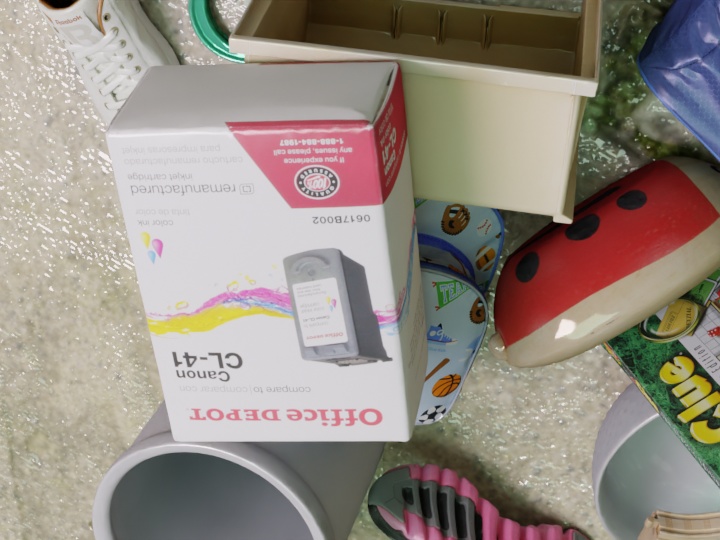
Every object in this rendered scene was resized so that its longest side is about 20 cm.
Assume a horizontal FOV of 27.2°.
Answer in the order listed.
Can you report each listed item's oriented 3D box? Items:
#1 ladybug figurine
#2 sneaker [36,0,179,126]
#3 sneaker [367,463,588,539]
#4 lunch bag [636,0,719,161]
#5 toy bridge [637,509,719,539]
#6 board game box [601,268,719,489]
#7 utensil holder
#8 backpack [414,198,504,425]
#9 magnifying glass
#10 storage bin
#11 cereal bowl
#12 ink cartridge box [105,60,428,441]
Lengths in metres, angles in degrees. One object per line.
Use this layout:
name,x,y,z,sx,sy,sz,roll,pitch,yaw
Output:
ladybug figurine,0.161,-0.010,0.953,0.199,0.136,0.072,-33,97,-11
sneaker,-0.183,-0.158,1.030,0.072,0.085,0.201,-15,111,21
sneaker,0.081,0.216,1.119,0.199,0.079,0.095,29,137,-17
lunch bag,0.267,-0.123,0.880,0.200,0.136,0.132,44,118,-5
toy bridge,0.285,0.187,1.000,0.199,0.027,0.067,12,131,-8
board game box,0.231,0.067,0.904,0.104,0.200,0.024,-33,126,0
utensil holder,-0.073,0.138,1.064,0.169,0.200,0.171,7,120,13
backpack,0.000,0.000,0.968,0.199,0.154,0.191,4,119,-27
magnifying glass,-0.025,-0.193,1.000,0.199,0.022,0.080,-14,113,20
storage bin,0.041,-0.127,0.896,0.199,0.199,0.094,7,124,6
cereal bowl,0.255,0.118,1.012,0.199,0.084,0.201,2,133,3
ink cartridge box,-0.044,-0.008,0.819,0.147,0.086,0.201,-1,120,11
